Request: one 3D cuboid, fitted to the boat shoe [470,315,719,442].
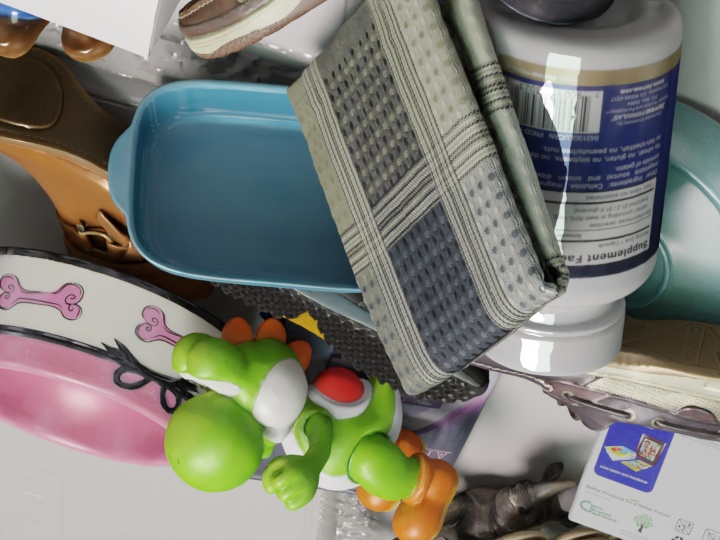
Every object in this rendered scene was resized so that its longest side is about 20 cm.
[{"bbox_3d":[0.139,0.059,1.452,0.200,0.072,0.065,8,119,13],"label":"boat shoe"}]

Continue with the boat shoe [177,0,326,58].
[{"bbox_3d":[-0.029,-0.185,1.369,0.202,0.075,0.075,-26,106,34],"label":"boat shoe"}]

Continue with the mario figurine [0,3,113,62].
[{"bbox_3d":[-0.204,-0.185,1.403,0.123,0.106,0.200,-24,138,-2],"label":"mario figurine"}]

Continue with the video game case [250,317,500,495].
[{"bbox_3d":[0.006,0.080,1.631,0.143,0.019,0.200,9,139,-11],"label":"video game case"}]

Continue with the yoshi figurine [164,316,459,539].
[{"bbox_3d":[-0.044,0.112,1.570,0.200,0.112,0.112,31,134,-31],"label":"yoshi figurine"}]

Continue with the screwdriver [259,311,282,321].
[{"bbox_3d":[-0.067,0.018,1.577,0.028,0.029,0.200,-20,146,24],"label":"screwdriver"}]

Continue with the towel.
[{"bbox_3d":[0.035,-0.050,1.362,0.200,0.034,0.193,69,154,11],"label":"towel"}]

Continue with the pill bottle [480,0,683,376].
[{"bbox_3d":[0.108,-0.049,1.370,0.111,0.111,0.200,11,118,13],"label":"pill bottle"}]

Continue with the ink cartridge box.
[{"bbox_3d":[0.199,0.086,1.548,0.099,0.039,0.200,21,128,6],"label":"ink cartridge box"}]

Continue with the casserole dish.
[{"bbox_3d":[-0.045,-0.044,1.465,0.200,0.121,0.039,4,161,-8],"label":"casserole dish"}]

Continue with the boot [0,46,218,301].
[{"bbox_3d":[-0.176,-0.050,1.565,0.200,0.074,0.155,17,142,10],"label":"boot"}]

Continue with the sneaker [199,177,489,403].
[{"bbox_3d":[0.000,0.000,1.513,0.200,0.090,0.070,29,160,-5],"label":"sneaker"}]

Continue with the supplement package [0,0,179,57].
[{"bbox_3d":[-0.116,-0.225,1.256,0.121,0.200,0.120,21,138,3],"label":"supplement package"}]

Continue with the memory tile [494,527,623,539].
[{"bbox_3d":[0.096,0.212,1.695,0.153,0.017,0.200,0,152,-37],"label":"memory tile"}]

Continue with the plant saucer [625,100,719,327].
[{"bbox_3d":[0.149,-0.010,1.463,0.200,0.027,0.200,12,125,18],"label":"plant saucer"}]

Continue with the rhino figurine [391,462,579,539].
[{"bbox_3d":[0.075,0.172,1.686,0.087,0.060,0.200,3,152,-40],"label":"rhino figurine"}]

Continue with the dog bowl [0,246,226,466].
[{"bbox_3d":[-0.174,0.060,1.624,0.200,0.074,0.200,15,161,5],"label":"dog bowl"}]

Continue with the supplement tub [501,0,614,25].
[{"bbox_3d":[0.114,-0.214,1.240,0.107,0.107,0.200,19,139,3],"label":"supplement tub"}]
